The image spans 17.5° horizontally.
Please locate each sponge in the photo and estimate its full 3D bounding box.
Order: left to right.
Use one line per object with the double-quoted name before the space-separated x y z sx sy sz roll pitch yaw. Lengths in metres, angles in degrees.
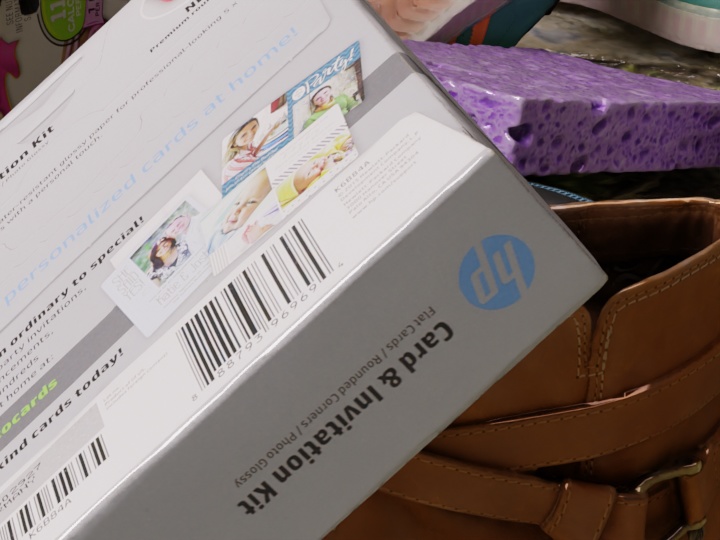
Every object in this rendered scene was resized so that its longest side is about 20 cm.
"sponge" 0.063 -0.063 0.873 0.111 0.030 0.200 18 13 33

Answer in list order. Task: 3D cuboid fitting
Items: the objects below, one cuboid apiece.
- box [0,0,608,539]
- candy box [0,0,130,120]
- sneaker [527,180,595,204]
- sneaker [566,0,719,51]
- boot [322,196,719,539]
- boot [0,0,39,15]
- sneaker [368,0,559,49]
"box" -0.047 0.004 0.507 0.156 0.041 0.200 -42 28 4
"candy box" -0.111 -0.056 0.779 0.061 0.137 0.200 21 31 34
"sneaker" 0.000 0.000 0.771 0.199 0.074 0.082 8 12 -8
"sneaker" 0.117 -0.164 1.072 0.200 0.080 0.071 23 34 37
"boot" 0.076 0.052 0.558 0.199 0.155 0.074 -14 32 -31
"boot" -0.186 -0.118 0.667 0.197 0.074 0.163 -2 30 -11
"sneaker" 0.013 -0.093 0.964 0.200 0.080 0.071 -29 61 -20
